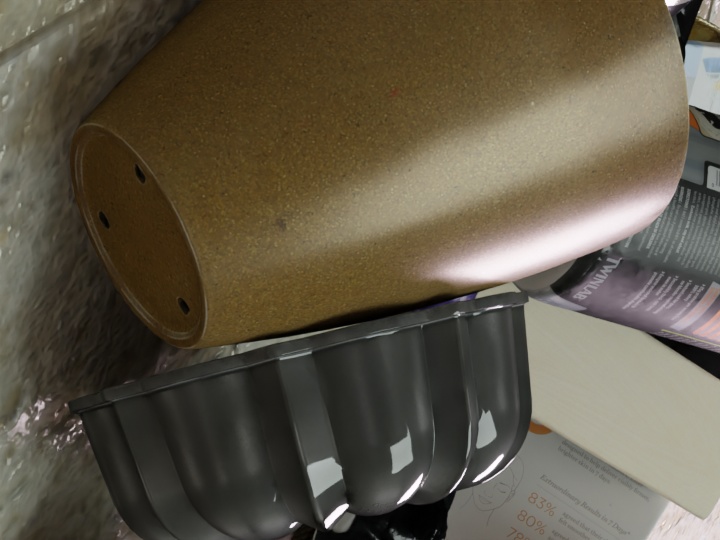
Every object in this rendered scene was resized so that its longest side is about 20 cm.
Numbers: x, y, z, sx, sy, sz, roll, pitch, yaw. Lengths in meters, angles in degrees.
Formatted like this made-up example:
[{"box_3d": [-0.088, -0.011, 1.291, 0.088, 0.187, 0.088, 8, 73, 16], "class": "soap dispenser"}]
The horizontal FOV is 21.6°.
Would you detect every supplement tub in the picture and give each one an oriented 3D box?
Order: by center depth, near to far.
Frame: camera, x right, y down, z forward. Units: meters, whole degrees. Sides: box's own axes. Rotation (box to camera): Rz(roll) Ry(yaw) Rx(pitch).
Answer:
[{"box_3d": [0.184, -0.021, 1.014, 0.199, 0.123, 0.123, 16, 107, -24], "class": "supplement tub"}]

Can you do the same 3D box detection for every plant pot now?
[{"box_3d": [-0.007, -0.056, 0.741, 0.199, 0.186, 0.187, -28, 143, -27], "class": "plant pot"}]

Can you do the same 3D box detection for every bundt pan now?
[{"box_3d": [-0.019, 0.068, 0.793, 0.201, 0.201, 0.076, -8, 84, -60], "class": "bundt pan"}]

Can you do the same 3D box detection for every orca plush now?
[{"box_3d": [0.011, 0.137, 1.031, 0.200, 0.071, 0.106, -42, 116, -29], "class": "orca plush"}]

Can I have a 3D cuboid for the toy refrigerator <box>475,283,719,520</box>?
[{"box_3d": [0.129, 0.060, 1.089, 0.199, 0.070, 0.076, 31, 89, -21], "class": "toy refrigerator"}]

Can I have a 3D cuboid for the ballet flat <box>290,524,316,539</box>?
[{"box_3d": [-0.009, 0.146, 1.092, 0.067, 0.046, 0.201, 49, 63, -30], "class": "ballet flat"}]

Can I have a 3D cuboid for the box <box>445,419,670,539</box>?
[{"box_3d": [0.100, 0.166, 1.188, 0.201, 0.124, 0.097, -57, -179, -6], "class": "box"}]

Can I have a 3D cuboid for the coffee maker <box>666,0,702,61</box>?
[{"box_3d": [0.115, -0.169, 0.845, 0.201, 0.134, 0.193, 111, -1, -45], "class": "coffee maker"}]

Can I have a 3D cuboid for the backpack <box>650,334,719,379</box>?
[{"box_3d": [0.248, 0.011, 1.272, 0.153, 0.175, 0.201, -38, 163, -52], "class": "backpack"}]

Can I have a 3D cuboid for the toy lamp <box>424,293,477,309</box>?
[{"box_3d": [0.000, 0.000, 0.925, 0.200, 0.058, 0.059, 3, 114, -62], "class": "toy lamp"}]

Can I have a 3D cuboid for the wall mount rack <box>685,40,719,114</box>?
[{"box_3d": [0.213, -0.117, 1.091, 0.198, 0.075, 0.175, 1, 115, -28], "class": "wall mount rack"}]

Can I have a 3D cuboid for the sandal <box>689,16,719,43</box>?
[{"box_3d": [0.204, -0.128, 1.162, 0.078, 0.069, 0.213, -37, 147, -40], "class": "sandal"}]
